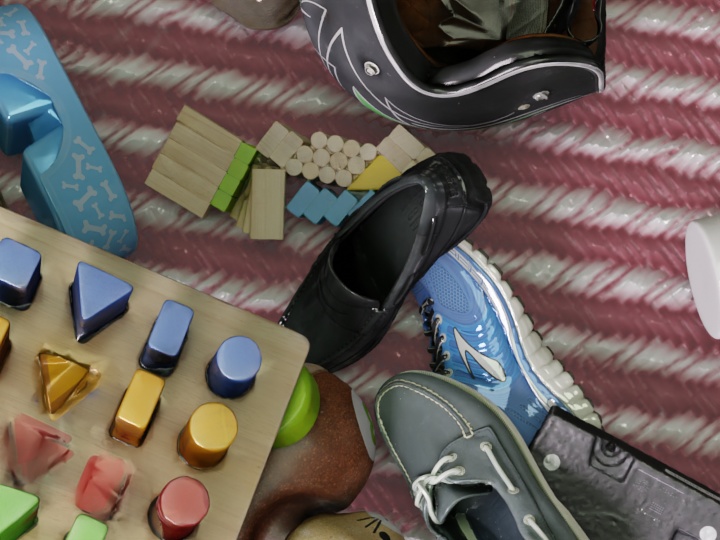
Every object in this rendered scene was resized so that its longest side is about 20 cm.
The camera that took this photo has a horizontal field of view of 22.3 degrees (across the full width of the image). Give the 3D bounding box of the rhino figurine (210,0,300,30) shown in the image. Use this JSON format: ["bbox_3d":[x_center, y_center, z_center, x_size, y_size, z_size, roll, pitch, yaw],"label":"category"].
[{"bbox_3d":[-0.108,-0.236,1.231,0.200,0.060,0.088,36,81,8],"label":"rhino figurine"}]

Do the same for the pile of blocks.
[{"bbox_3d":[-0.037,-0.059,1.202,0.198,0.062,0.083,5,91,9],"label":"pile of blocks"}]

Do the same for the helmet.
[{"bbox_3d":[0.058,-0.179,1.150,0.189,0.200,0.202,-2,79,9],"label":"helmet"}]

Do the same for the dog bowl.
[{"bbox_3d":[-0.205,-0.084,1.180,0.049,0.112,0.201,-26,80,-18],"label":"dog bowl"}]

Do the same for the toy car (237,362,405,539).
[{"bbox_3d":[-0.005,0.165,1.082,0.199,0.164,0.158,33,81,20],"label":"toy car"}]

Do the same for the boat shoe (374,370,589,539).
[{"bbox_3d":[0.066,0.130,1.090,0.073,0.062,0.200,-53,57,20],"label":"boat shoe"}]

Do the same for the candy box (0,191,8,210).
[{"bbox_3d":[-0.290,-0.115,1.178,0.055,0.115,0.201,-24,80,-6],"label":"candy box"}]

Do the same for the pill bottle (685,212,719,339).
[{"bbox_3d":[0.314,-0.015,1.167,0.199,0.109,0.110,-12,80,-3],"label":"pill bottle"}]

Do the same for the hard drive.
[{"bbox_3d":[0.133,0.203,1.131,0.139,0.038,0.201,27,99,5],"label":"hard drive"}]

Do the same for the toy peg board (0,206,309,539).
[{"bbox_3d":[-0.145,0.081,0.957,0.199,0.098,0.200,23,73,-5],"label":"toy peg board"}]

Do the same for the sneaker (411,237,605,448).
[{"bbox_3d":[0.069,0.054,1.168,0.089,0.079,0.200,-34,82,-9],"label":"sneaker"}]

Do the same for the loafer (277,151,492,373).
[{"bbox_3d":[0.000,0.000,1.136,0.201,0.070,0.068,-47,68,34],"label":"loafer"}]
